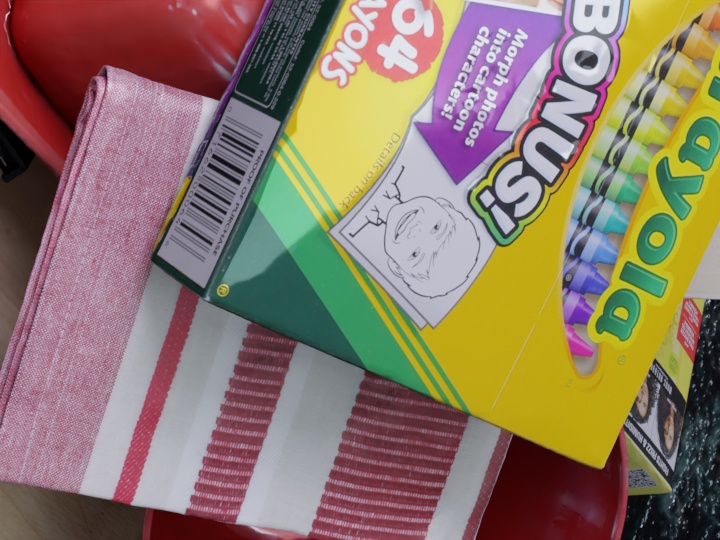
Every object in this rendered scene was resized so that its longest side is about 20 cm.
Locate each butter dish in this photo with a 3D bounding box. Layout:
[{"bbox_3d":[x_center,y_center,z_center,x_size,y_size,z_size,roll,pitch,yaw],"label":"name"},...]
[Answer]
[{"bbox_3d":[-0.026,-0.108,0.799,0.200,0.147,0.201,50,50,-45],"label":"butter dish"}]

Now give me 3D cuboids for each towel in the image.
[{"bbox_3d":[-0.025,0.022,0.773,0.199,0.023,0.145,15,100,-28],"label":"towel"}]

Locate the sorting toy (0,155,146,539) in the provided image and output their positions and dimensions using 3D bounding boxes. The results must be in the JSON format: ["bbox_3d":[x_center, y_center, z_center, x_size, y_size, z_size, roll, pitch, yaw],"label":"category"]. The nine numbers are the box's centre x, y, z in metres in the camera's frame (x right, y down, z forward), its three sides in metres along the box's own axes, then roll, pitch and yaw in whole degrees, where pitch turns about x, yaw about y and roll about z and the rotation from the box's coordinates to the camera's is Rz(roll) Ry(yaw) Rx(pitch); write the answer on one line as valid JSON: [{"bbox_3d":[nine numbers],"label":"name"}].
[{"bbox_3d":[-0.167,0.066,0.851,0.200,0.069,0.200,-57,133,-22],"label":"sorting toy"}]

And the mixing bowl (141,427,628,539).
[{"bbox_3d":[-0.005,0.080,0.875,0.198,0.108,0.202,-7,110,-19],"label":"mixing bowl"}]

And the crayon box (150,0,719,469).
[{"bbox_3d":[0.049,-0.056,0.739,0.172,0.058,0.201,24,93,-29],"label":"crayon box"}]

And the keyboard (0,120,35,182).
[{"bbox_3d":[-0.101,-0.118,0.850,0.105,0.039,0.201,62,32,-34],"label":"keyboard"}]

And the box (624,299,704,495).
[{"bbox_3d":[0.145,0.014,1.145,0.075,0.050,0.201,48,45,-40],"label":"box"}]

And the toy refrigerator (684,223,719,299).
[{"bbox_3d":[0.126,-0.043,0.973,0.200,0.075,0.071,-69,160,-78],"label":"toy refrigerator"}]
